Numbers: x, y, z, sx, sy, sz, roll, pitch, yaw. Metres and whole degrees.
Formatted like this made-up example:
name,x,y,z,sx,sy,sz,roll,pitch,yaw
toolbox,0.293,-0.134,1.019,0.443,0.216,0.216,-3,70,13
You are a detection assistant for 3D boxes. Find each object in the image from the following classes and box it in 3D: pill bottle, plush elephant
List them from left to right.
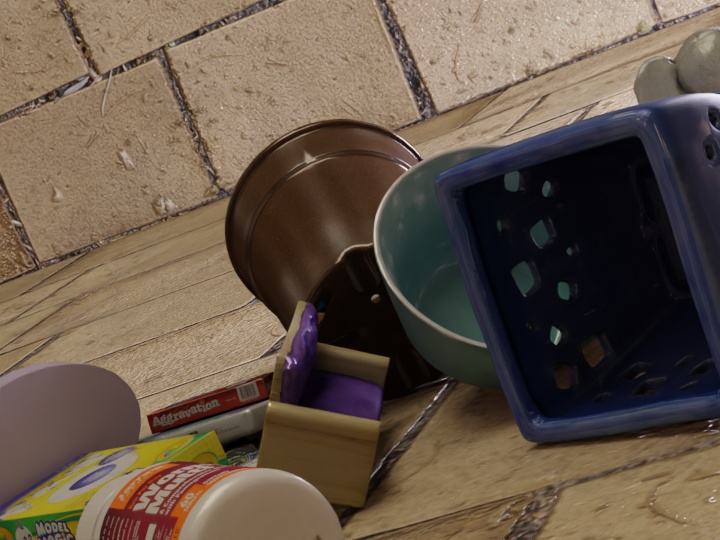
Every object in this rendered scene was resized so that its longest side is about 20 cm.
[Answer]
name,x,y,z,sx,sy,sz,roll,pitch,yaw
pill bottle,-0.100,0.174,1.106,0.109,0.110,0.200,-28,11,-28
plush elephant,0.366,-0.183,1.824,0.164,0.155,0.200,-22,9,9

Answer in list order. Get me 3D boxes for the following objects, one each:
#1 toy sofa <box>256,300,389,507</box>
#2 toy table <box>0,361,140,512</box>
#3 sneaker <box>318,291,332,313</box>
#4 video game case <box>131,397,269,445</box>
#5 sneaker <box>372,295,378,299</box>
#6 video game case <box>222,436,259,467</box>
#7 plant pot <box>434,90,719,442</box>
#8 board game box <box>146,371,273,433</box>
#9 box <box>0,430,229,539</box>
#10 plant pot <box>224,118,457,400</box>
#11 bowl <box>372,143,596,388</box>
name,x,y,z,sx,sy,sz,roll,pitch,yaw
toy sofa,-0.023,0.094,1.326,0.082,0.098,0.200,12,11,0
toy table,-0.285,0.137,1.420,0.117,0.185,0.199,2,6,43
sneaker,-0.054,0.017,1.779,0.075,0.087,0.200,-20,-10,-10
video game case,-0.119,0.134,1.534,0.181,0.024,0.200,-19,-2,26
sneaker,0.107,-0.002,1.723,0.200,0.081,0.088,-32,19,-21
video game case,-0.156,0.195,1.356,0.199,0.036,0.181,-25,9,-10
plant pot,0.198,-0.015,1.194,0.179,0.201,0.200,-23,6,-42
board game box,-0.126,0.115,1.573,0.102,0.020,0.200,-17,-2,-1
box,-0.179,0.168,1.302,0.199,0.049,0.117,-12,15,45
plant pot,0.000,0.000,1.540,0.199,0.201,0.198,-24,32,-4
bowl,0.104,0.010,1.375,0.200,0.201,0.105,-28,-30,-24
